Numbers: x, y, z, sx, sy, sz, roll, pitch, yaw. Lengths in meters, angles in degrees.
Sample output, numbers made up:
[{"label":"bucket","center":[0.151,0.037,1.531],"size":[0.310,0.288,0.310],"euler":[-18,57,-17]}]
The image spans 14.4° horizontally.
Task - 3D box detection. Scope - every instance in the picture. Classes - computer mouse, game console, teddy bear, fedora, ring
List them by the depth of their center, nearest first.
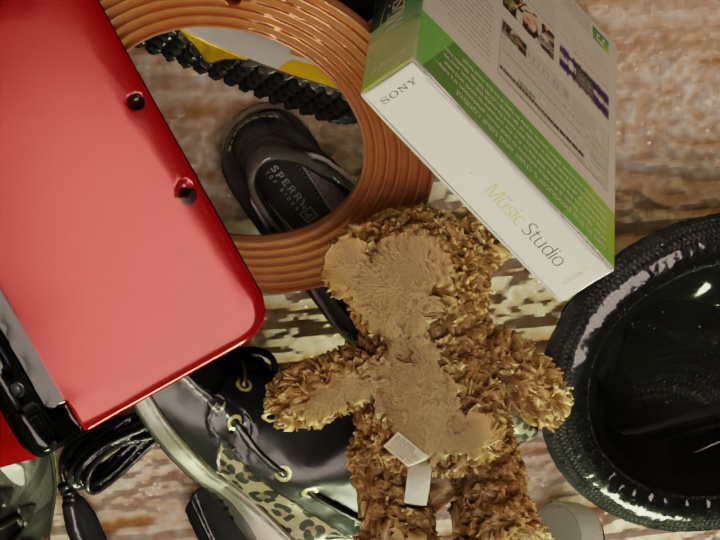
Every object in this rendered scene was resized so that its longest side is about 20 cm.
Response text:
[{"label":"game console","center":[-0.167,-0.021,1.354],"size":[0.119,0.172,0.200],"euler":[-31,96,-28]},{"label":"ring","center":[-0.061,-0.068,1.354],"size":[0.200,0.019,0.201],"euler":[8,134,8]},{"label":"teddy bear","center":[0.031,0.063,1.365],"size":[0.145,0.067,0.201],"euler":[-24,104,8]},{"label":"fedora","center":[0.176,0.039,1.473],"size":[0.200,0.092,0.201],"euler":[-7,115,-15]},{"label":"computer mouse","center":[-0.073,0.149,1.502],"size":[0.140,0.046,0.200],"euler":[-25,115,0]}]

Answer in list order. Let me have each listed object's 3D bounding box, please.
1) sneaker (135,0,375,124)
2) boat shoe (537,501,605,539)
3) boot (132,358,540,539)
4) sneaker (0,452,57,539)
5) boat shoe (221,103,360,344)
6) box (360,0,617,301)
[{"label":"sneaker","center":[-0.069,-0.147,1.375],"size":[0.199,0.070,0.090],"euler":[24,77,-10]},{"label":"boat shoe","center":[0.110,0.218,1.558],"size":[0.063,0.071,0.201],"euler":[1,113,-28]},{"label":"boot","center":[-0.022,0.054,1.421],"size":[0.154,0.074,0.204],"euler":[-36,110,11]},{"label":"sneaker","center":[-0.189,0.149,1.460],"size":[0.076,0.084,0.201],"euler":[-7,114,-8]},{"label":"boat shoe","center":[0.000,0.000,1.445],"size":[0.067,0.057,0.200],"euler":[-39,114,8]},{"label":"box","center":[0.065,-0.095,1.339],"size":[0.036,0.200,0.144],"euler":[-34,115,24]}]
